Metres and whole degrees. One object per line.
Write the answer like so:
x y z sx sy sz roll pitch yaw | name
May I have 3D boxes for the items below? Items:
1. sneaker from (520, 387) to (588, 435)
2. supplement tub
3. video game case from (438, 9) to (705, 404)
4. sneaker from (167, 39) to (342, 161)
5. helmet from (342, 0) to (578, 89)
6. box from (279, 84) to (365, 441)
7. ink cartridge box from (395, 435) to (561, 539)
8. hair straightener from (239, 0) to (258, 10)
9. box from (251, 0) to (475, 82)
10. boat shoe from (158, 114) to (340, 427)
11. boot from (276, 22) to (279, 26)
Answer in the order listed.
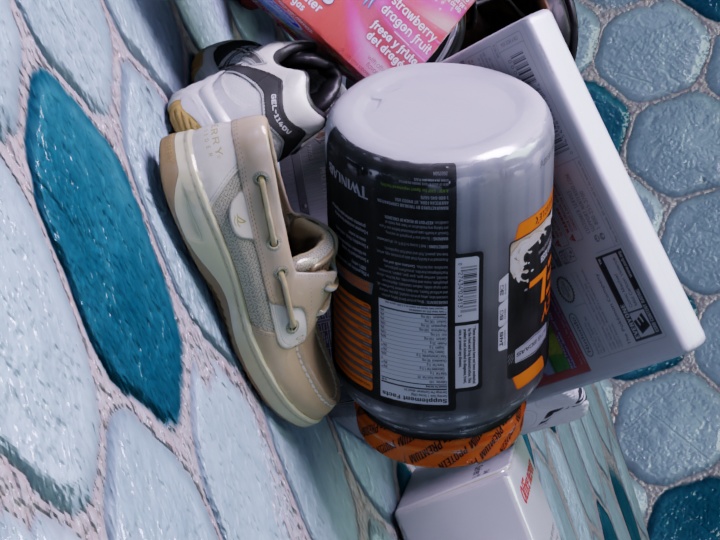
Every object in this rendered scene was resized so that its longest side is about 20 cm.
0.088 0.030 1.536 0.200 0.075 0.115 37 42 -57 | sneaker
0.043 -0.001 1.304 0.123 0.122 0.201 -96 -176 -58 | supplement tub
0.090 -0.028 1.352 0.182 0.023 0.201 -23 -86 54 | video game case
-0.048 -0.094 1.353 0.200 0.087 0.076 -85 152 -73 | sneaker
0.054 -0.127 1.700 0.200 0.199 0.191 -65 161 -78 | helmet
0.000 0.000 1.490 0.158 0.048 0.201 46 33 -70 | box
0.099 0.220 1.576 0.147 0.083 0.201 -43 113 -81 | ink cartridge box
-0.096 -0.229 1.542 0.200 0.041 0.077 26 44 -71 | hair straightener
-0.036 -0.197 1.333 0.200 0.096 0.100 41 -3 -30 | box
-0.041 0.003 1.247 0.072 0.065 0.200 -99 168 -51 | boat shoe
0.014 -0.225 1.588 0.200 0.130 0.068 -70 158 -56 | boot
